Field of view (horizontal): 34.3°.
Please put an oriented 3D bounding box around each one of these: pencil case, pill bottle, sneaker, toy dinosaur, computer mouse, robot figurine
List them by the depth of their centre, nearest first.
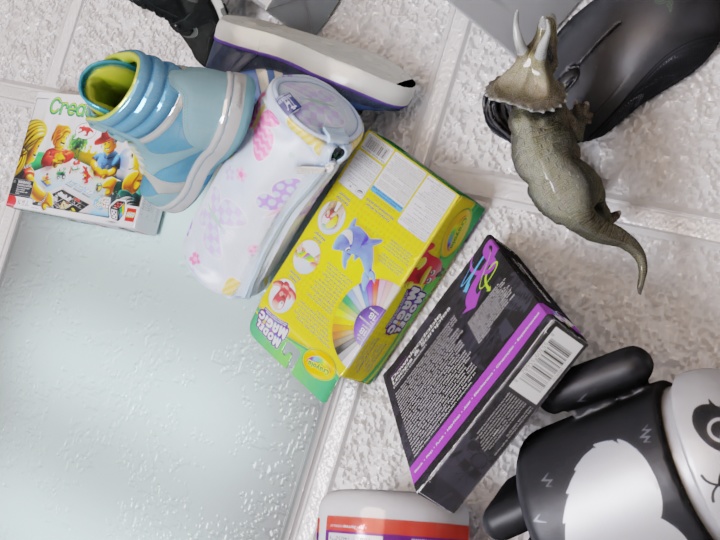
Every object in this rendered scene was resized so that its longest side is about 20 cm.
[{"bbox_3d":[0.179,0.142,0.747,0.199,0.150,0.125,-27,40,26],"label":"robot figurine"},{"bbox_3d":[0.136,-0.071,0.810,0.077,0.102,0.201,-18,83,28],"label":"toy dinosaur"},{"bbox_3d":[0.019,0.261,0.834,0.112,0.112,0.202,-4,76,33],"label":"pill bottle"},{"bbox_3d":[0.183,-0.151,0.868,0.200,0.053,0.139,-43,57,18],"label":"computer mouse"},{"bbox_3d":[-0.178,-0.118,0.959,0.200,0.130,0.080,-40,41,54],"label":"sneaker"},{"bbox_3d":[-0.075,-0.067,0.970,0.091,0.083,0.200,51,128,19],"label":"pencil case"},{"bbox_3d":[-0.056,-0.129,1.024,0.199,0.081,0.147,22,112,20],"label":"sneaker"},{"bbox_3d":[-0.184,-0.261,1.059,0.087,0.201,0.076,-35,45,-19],"label":"sneaker"}]

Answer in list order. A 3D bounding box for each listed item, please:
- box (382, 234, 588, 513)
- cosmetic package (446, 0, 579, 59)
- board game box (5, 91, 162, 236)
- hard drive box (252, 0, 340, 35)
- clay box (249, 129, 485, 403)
[{"bbox_3d":[0.079,0.064,0.822,0.143,0.036,0.200,-54,16,11],"label":"box"},{"bbox_3d":[0.113,-0.296,0.863,0.200,0.199,0.123,-46,57,15],"label":"cosmetic package"},{"bbox_3d":[-0.268,-0.111,1.176,0.199,0.035,0.127,10,83,36],"label":"board game box"},{"bbox_3d":[-0.081,-0.334,1.081,0.200,0.077,0.156,43,102,34],"label":"hard drive box"},{"bbox_3d":[0.000,0.000,0.956,0.115,0.047,0.201,40,102,35],"label":"clay box"}]
